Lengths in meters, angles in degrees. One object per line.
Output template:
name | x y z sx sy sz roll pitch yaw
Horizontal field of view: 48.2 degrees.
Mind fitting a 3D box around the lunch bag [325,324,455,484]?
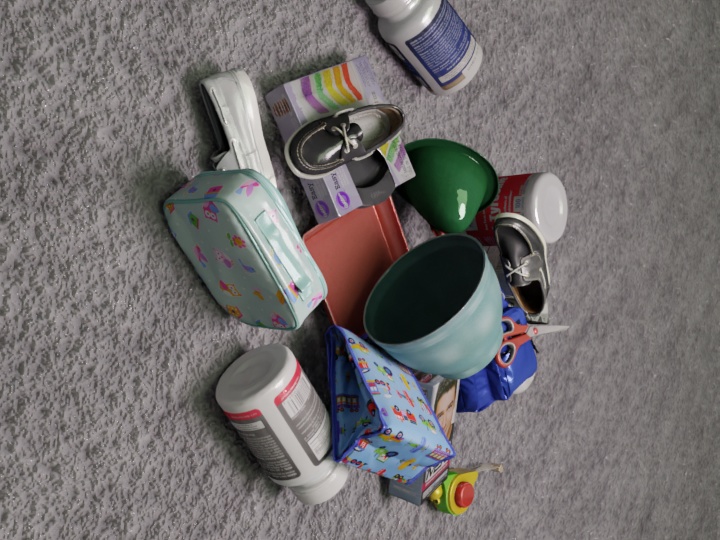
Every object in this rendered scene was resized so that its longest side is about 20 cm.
lunch bag | 0.027 0.164 1.083 0.150 0.094 0.202 30 34 -41

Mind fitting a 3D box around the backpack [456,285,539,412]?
backpack | 0.188 0.105 1.308 0.162 0.166 0.203 -31 106 -49

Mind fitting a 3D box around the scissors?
scissors | 0.261 0.089 1.251 0.198 0.014 0.074 -21 92 -38

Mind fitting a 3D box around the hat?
hat | 0.120 -0.069 1.191 0.197 0.166 0.178 19 56 -3

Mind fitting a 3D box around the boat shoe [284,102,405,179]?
boat shoe | -0.016 -0.175 1.062 0.199 0.060 0.075 -25 97 -44

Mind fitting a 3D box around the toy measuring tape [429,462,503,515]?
toy measuring tape | 0.178 0.371 1.365 0.198 0.073 0.075 5 86 -47

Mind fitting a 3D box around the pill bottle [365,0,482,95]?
pill bottle | 0.096 -0.374 1.245 0.200 0.110 0.112 39 62 -41

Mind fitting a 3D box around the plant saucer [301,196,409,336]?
plant saucer | 0.000 0.000 1.187 0.199 0.036 0.203 -37 115 -42

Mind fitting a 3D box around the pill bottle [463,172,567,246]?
pill bottle | 0.229 -0.097 1.325 0.111 0.198 0.114 2 88 -47

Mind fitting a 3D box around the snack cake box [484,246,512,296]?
snack cake box | 0.251 -0.055 1.414 0.067 0.114 0.202 48 57 -36

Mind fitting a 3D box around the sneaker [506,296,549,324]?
sneaker | 0.292 0.051 1.495 0.199 0.073 0.090 11 82 -57

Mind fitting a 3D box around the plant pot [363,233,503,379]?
plant pot | 0.120 0.068 1.137 0.135 0.199 0.202 50 55 -30

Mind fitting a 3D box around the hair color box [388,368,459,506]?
hair color box | 0.099 0.243 1.236 0.099 0.060 0.203 -24 123 -55

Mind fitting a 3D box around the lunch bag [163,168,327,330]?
lunch bag | -0.130 -0.022 0.956 0.077 0.159 0.202 -50 123 -35

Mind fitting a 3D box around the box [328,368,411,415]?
box | 0.028 0.171 1.212 0.201 0.049 0.083 -55 127 -32

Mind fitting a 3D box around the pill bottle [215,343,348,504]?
pill bottle | -0.092 0.203 1.033 0.111 0.110 0.202 -49 124 -36

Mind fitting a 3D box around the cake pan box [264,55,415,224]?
cake pan box | -0.023 -0.183 1.134 0.183 0.052 0.203 -29 100 -41

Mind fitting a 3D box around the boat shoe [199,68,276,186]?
boat shoe | -0.153 -0.145 1.004 0.068 0.072 0.203 -18 111 -24

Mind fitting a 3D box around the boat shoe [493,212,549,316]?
boat shoe | 0.253 -0.009 1.255 0.201 0.071 0.068 60 40 -41

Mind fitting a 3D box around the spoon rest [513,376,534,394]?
spoon rest | 0.275 0.176 1.493 0.199 0.060 0.101 20 76 -60
